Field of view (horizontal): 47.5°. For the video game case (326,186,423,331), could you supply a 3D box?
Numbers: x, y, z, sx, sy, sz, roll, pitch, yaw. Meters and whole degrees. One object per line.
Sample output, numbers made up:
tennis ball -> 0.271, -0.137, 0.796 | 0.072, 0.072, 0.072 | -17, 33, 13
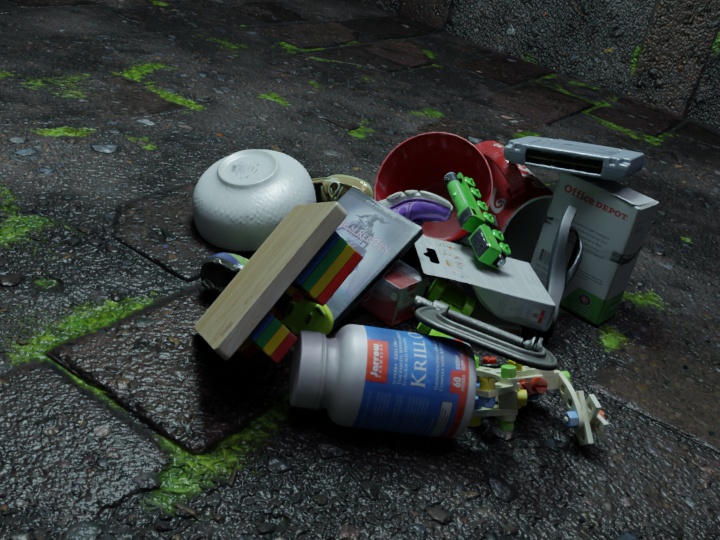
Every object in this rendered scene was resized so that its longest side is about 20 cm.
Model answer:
video game case -> -0.026, -0.021, 1.149 | 0.142, 0.019, 0.200 | 32, 68, 32

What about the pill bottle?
pill bottle -> 0.022, 0.122, 0.917 | 0.195, 0.115, 0.113 | 8, 27, -12

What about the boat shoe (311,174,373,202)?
boat shoe -> -0.076, -0.119, 1.350 | 0.196, 0.075, 0.063 | 8, 23, 20

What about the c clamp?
c clamp -> 0.144, 0.069, 0.965 | 0.197, 0.028, 0.170 | 22, 7, 21

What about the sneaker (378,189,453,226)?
sneaker -> 0.053, -0.068, 1.289 | 0.195, 0.086, 0.081 | -12, -19, 18

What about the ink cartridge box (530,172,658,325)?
ink cartridge box -> 0.364, -0.042, 1.300 | 0.145, 0.204, 0.083 | 32, 31, 33

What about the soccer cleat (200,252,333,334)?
soccer cleat -> -0.118, 0.027, 1.087 | 0.196, 0.066, 0.084 | 23, 14, 12

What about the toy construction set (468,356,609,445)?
toy construction set -> 0.200, 0.146, 0.979 | 0.196, 0.094, 0.131 | 14, 0, -20

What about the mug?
mug -> 0.259, -0.146, 1.417 | 0.130, 0.181, 0.201 | -9, 40, -18

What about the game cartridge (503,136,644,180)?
game cartridge -> 0.339, -0.179, 1.294 | 0.196, 0.041, 0.133 | 15, 23, 29

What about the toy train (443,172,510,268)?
toy train -> 0.170, -0.081, 1.238 | 0.056, 0.042, 0.202 | 21, 33, -33

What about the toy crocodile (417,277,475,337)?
toy crocodile -> 0.113, 0.071, 1.122 | 0.067, 0.062, 0.201 | 30, 32, -4

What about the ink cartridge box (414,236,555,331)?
ink cartridge box -> 0.171, 0.016, 1.197 | 0.195, 0.051, 0.163 | 11, 21, -8

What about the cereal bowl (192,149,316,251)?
cereal bowl -> -0.167, -0.125, 1.260 | 0.195, 0.085, 0.203 | -2, 42, 2

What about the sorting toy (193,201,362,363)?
sorting toy -> -0.092, 0.021, 0.945 | 0.069, 0.201, 0.198 | 42, -10, -16

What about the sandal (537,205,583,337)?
sandal -> 0.305, 0.004, 1.229 | 0.042, 0.205, 0.076 | 12, -14, 8

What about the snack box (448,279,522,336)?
snack box -> 0.183, 0.039, 1.253 | 0.070, 0.025, 0.201 | 8, 27, -14

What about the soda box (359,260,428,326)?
soda box -> 0.000, 0.000, 1.194 | 0.198, 0.065, 0.069 | 32, 33, 33

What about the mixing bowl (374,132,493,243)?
mixing bowl -> 0.128, -0.118, 1.384 | 0.197, 0.203, 0.109 | 23, -12, 18
